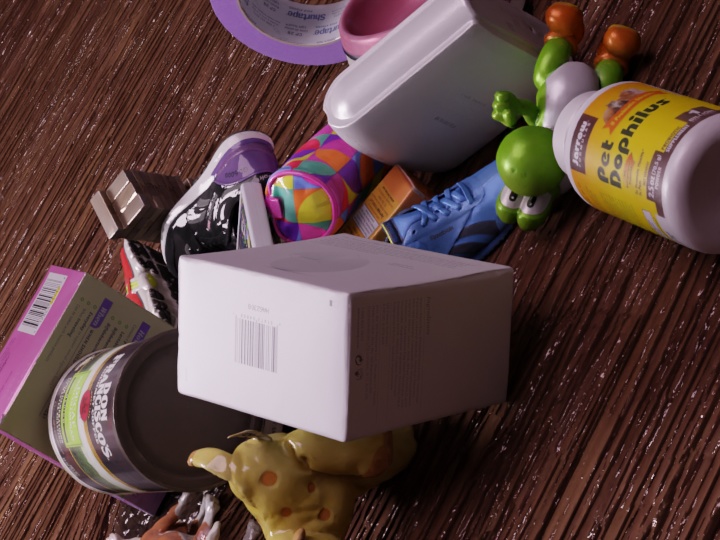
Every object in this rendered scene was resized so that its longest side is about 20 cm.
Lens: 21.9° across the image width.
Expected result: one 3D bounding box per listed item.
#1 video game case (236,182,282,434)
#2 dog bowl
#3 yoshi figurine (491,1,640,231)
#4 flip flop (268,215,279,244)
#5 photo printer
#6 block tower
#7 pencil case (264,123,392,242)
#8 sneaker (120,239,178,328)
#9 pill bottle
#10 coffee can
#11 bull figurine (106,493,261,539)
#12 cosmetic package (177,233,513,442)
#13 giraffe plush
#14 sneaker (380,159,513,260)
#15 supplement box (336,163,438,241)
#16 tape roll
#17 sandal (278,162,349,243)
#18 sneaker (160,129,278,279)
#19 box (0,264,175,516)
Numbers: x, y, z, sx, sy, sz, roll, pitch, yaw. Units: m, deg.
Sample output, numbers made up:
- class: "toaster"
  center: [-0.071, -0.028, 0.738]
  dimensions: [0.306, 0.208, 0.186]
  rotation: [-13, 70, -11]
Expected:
- class: "video game case"
  center: [-0.095, 0.050, 1.762]
  dimensions: [0.182, 0.023, 0.200]
  rotation: [98, 164, -46]
- class: "dog bowl"
  center: [0.065, -0.257, 1.867]
  dimensions: [0.200, 0.074, 0.200]
  rotation: [-26, 30, 17]
- class: "yoshi figurine"
  center: [0.172, -0.134, 1.614]
  dimensions: [0.112, 0.112, 0.201]
  rotation: [5, 67, 49]
- class: "flip flop"
  center: [-0.110, 0.000, 1.940]
  dimensions: [0.200, 0.058, 0.081]
  rotation: [-53, 15, -27]
- class: "photo printer"
  center: [0.075, -0.170, 1.731]
  dimensions: [0.200, 0.166, 0.070]
  rotation: [-37, 54, 28]
- class: "block tower"
  center: [-0.188, -0.063, 1.976]
  dimensions: [0.058, 0.200, 0.054]
  rotation: [-47, 59, 30]
- class: "pencil case"
  center: [-0.026, -0.097, 1.816]
  dimensions: [0.088, 0.088, 0.200]
  rotation: [-35, 8, 30]
- class: "sneaker"
  center: [-0.246, 0.034, 2.081]
  dimensions: [0.085, 0.077, 0.200]
  rotation: [-51, 29, 18]
- class: "pill bottle"
  center: [0.235, -0.087, 1.469]
  dimensions: [0.109, 0.109, 0.200]
  rotation: [-56, 30, -2]
- class: "coffee can"
  center: [-0.194, 0.136, 1.740]
  dimensions: [0.200, 0.146, 0.147]
  rotation: [-16, 46, 63]
- class: "bull figurine"
  center: [-0.172, 0.265, 1.748]
  dimensions: [0.122, 0.065, 0.200]
  rotation: [-59, 29, -10]
- class: "cosmetic package"
  center: [-0.013, 0.050, 1.534]
  dimensions: [0.199, 0.200, 0.124]
  rotation: [12, 106, 43]
- class: "giraffe plush"
  center: [-0.039, 0.214, 1.544]
  dimensions: [0.172, 0.200, 0.163]
  rotation: [-18, 78, 33]
- class: "sneaker"
  center: [0.074, -0.039, 1.688]
  dimensions: [0.200, 0.078, 0.066]
  rotation: [-46, 29, 13]
- class: "supplement box"
  center: [0.000, 0.000, 1.765]
  dimensions: [0.200, 0.066, 0.069]
  rotation: [-50, 30, 8]
- class: "tape roll"
  center: [-0.063, -0.316, 2.037]
  dimensions: [0.200, 0.200, 0.066]
  rotation: [-27, 40, 39]
- class: "sandal"
  center: [-0.055, -0.041, 1.884]
  dimensions: [0.080, 0.054, 0.200]
  rotation: [-13, 37, -16]
- class: "sneaker"
  center: [-0.143, -0.044, 1.887]
  dimensions: [0.200, 0.075, 0.088]
  rotation: [-57, 39, 37]
- class: "box"
  center: [-0.262, 0.121, 1.886]
  dimensions: [0.097, 0.200, 0.176]
  rotation: [9, 68, 59]
